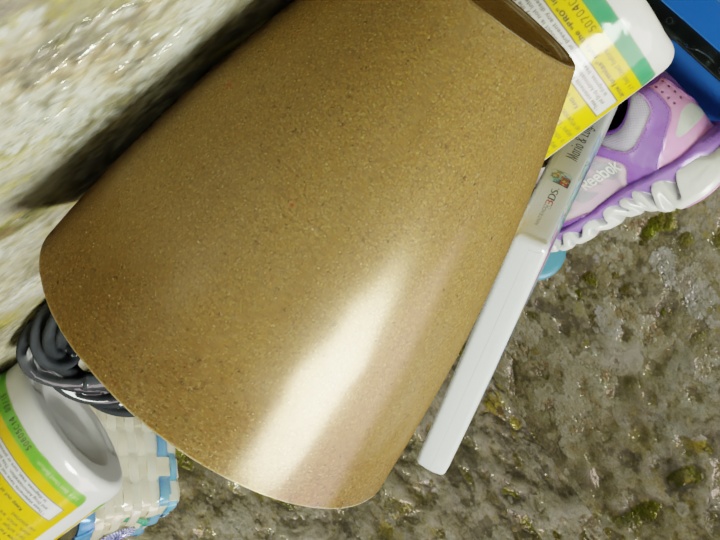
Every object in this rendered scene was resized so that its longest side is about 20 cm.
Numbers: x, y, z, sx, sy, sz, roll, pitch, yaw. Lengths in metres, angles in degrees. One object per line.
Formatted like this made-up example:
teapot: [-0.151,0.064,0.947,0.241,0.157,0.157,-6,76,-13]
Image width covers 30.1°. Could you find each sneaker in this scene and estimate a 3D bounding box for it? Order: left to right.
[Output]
sneaker: [0.162,-0.077,0.893,0.081,0.089,0.200,-46,-169,-30]

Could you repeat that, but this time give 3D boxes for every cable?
cable: [-0.134,0.039,0.844,0.162,0.051,0.200,-14,155,13]

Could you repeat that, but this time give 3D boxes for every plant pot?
plant pot: [-0.005,-0.035,0.570,0.200,0.186,0.186,-51,172,19]

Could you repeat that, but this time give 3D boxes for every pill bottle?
pill bottle: [-0.270,0.161,0.902,0.199,0.111,0.111,-36,177,3]
pill bottle: [0.050,-0.093,0.691,0.200,0.113,0.113,-37,176,13]

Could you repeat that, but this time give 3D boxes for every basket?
basket: [-0.264,0.178,1.143,0.199,0.140,0.176,4,156,-24]

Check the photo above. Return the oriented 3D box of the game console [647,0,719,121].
game console: [0.249,-0.153,0.840,0.171,0.200,0.118,-52,164,26]

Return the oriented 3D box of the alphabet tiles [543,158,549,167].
alphabet tiles: [0.164,-0.131,1.031,0.199,0.008,0.168,-13,-147,35]

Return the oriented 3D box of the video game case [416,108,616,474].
video game case: [0.097,0.000,0.811,0.182,0.024,0.201,-58,170,-46]

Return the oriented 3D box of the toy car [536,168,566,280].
toy car: [0.155,-0.100,1.337,0.200,0.177,0.184,-48,-170,-11]
